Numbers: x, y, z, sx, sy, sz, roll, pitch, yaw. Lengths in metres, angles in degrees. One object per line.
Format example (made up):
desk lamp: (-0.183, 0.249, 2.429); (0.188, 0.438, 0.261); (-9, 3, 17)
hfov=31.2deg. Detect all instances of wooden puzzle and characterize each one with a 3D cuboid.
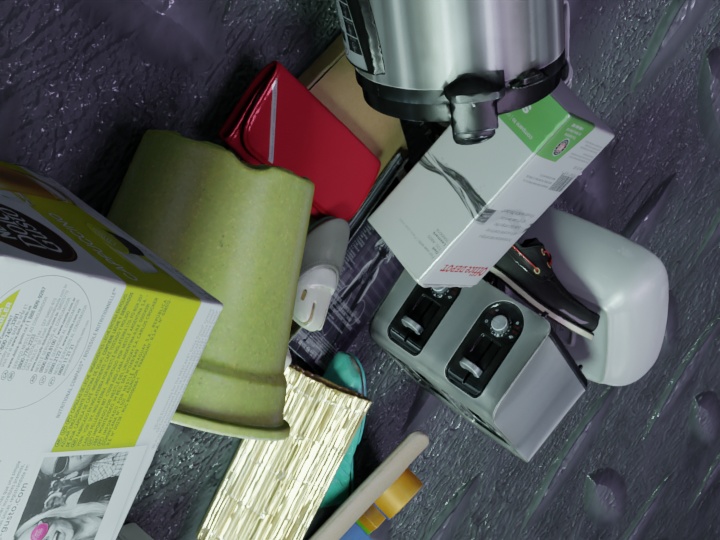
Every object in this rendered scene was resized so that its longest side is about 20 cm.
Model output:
wooden puzzle: (-0.003, 0.268, 1.358); (0.185, 0.046, 0.200); (-43, 170, -25)

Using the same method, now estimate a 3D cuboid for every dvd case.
dvd case: (0.000, 0.000, 1.219); (0.201, 0.016, 0.149); (-54, 156, -7)

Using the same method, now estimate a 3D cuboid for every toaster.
toaster: (0.126, 0.088, 1.336); (0.119, 0.180, 0.200); (-51, 147, -6)

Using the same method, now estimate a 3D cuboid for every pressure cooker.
pressure cooker: (0.075, -0.201, 1.001); (0.175, 0.177, 0.202); (-35, 129, -40)

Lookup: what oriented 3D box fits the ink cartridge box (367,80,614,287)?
ink cartridge box: (0.119, -0.084, 1.168); (0.200, 0.084, 0.146); (-47, 160, 17)

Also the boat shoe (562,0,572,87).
boat shoe: (0.176, -0.193, 1.277); (0.074, 0.066, 0.201); (-44, 145, -22)

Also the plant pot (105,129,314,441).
plant pot: (-0.120, 0.003, 0.935); (0.200, 0.199, 0.186); (17, 90, -57)

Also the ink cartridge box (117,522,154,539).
ink cartridge box: (-0.253, 0.314, 1.075); (0.199, 0.083, 0.148); (-9, 122, -51)

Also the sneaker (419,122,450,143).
sneaker: (0.118, -0.211, 1.188); (0.089, 0.078, 0.201); (-24, 142, -53)

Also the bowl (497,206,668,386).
bowl: (0.230, 0.037, 1.407); (0.075, 0.198, 0.201); (-47, 148, -33)

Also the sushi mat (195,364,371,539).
sushi mat: (-0.074, 0.190, 1.219); (0.201, 0.095, 0.012); (-63, -173, 12)

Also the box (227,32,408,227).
box: (-0.042, -0.088, 1.100); (0.200, 0.021, 0.164); (-48, 146, -19)

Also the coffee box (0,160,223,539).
coffee box: (-0.242, 0.049, 0.765); (0.197, 0.199, 0.202); (17, 102, -57)

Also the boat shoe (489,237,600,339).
boat shoe: (0.166, -0.004, 1.309); (0.063, 0.201, 0.074); (-53, -179, 1)

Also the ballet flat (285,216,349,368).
ballet flat: (-0.065, 0.045, 1.102); (0.200, 0.064, 0.067); (-48, 145, 5)

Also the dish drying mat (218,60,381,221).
dish drying mat: (-0.042, -0.096, 1.056); (0.077, 0.018, 0.200); (-58, 148, -4)

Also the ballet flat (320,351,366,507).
ballet flat: (-0.037, 0.167, 1.267); (0.070, 0.067, 0.201); (-17, 136, -24)
